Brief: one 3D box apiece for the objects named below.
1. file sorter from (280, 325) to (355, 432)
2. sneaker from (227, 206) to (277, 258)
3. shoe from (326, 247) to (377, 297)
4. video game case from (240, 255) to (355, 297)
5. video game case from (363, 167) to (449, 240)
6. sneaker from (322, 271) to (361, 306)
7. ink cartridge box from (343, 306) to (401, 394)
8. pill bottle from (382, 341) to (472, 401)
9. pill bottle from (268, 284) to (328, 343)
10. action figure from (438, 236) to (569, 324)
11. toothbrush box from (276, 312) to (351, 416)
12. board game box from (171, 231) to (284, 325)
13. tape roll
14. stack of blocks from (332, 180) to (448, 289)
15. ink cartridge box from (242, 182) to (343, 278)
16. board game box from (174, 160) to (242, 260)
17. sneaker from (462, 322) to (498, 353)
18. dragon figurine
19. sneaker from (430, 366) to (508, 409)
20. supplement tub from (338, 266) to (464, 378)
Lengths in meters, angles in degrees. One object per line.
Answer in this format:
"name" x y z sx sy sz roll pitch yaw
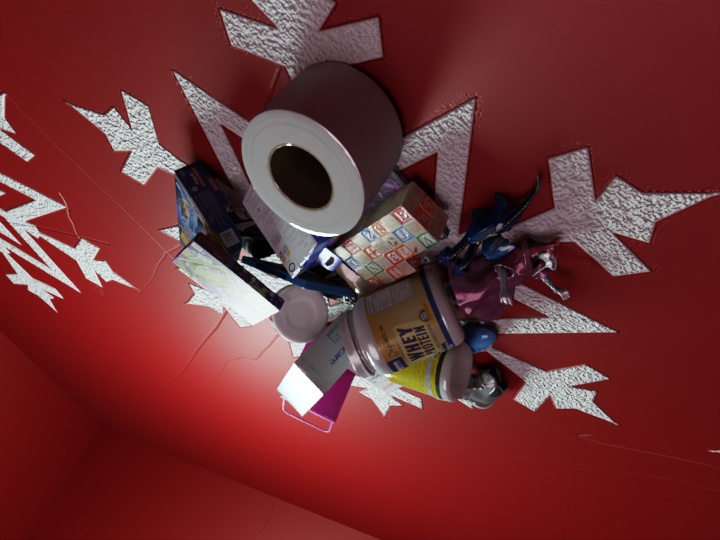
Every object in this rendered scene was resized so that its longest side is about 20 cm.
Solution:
"file sorter" -0.090 0.259 1.353 0.136 0.203 0.126 24 149 3
"sneaker" -0.214 -0.070 1.112 0.195 0.092 0.067 10 142 23
"shoe" 0.000 0.000 1.075 0.197 0.071 0.054 31 154 -1
"video game case" -0.123 0.012 1.108 0.197 0.018 0.141 19 -176 41
"video game case" 0.040 -0.109 0.957 0.141 0.019 0.200 -17 124 45
"sneaker" 0.005 0.055 1.139 0.195 0.076 0.082 12 143 22
"ink cartridge box" 0.029 0.177 1.267 0.198 0.085 0.145 34 145 -9
"pill bottle" 0.109 0.173 1.102 0.196 0.113 0.114 11 144 35
"pill bottle" -0.135 0.087 1.185 0.113 0.116 0.200 34 172 -10
"action figure" 0.243 -0.001 0.917 0.132 0.152 0.200 10 140 -39
"toothbrush box" -0.079 0.194 1.143 0.085 0.146 0.200 43 151 4
"board game box" -0.246 0.020 1.049 0.199 0.033 0.119 42 138 -19
"tape roll" -0.053 -0.172 0.815 0.198 0.140 0.206 19 139 17
"stack of blocks" 0.056 -0.052 0.951 0.115 0.059 0.199 40 143 -17
"ink cartridge box" -0.109 -0.083 0.972 0.202 0.076 0.136 56 146 7
"board game box" -0.301 -0.072 1.121 0.202 0.061 0.200 55 148 11
"sneaker" 0.195 0.164 1.148 0.066 0.079 0.198 43 141 -20
"dragon figurine" 0.197 -0.057 0.845 0.059 0.101 0.199 38 144 -18
"sneaker" 0.232 0.230 1.203 0.196 0.077 0.116 17 141 -24
"supplement tub" 0.072 0.097 1.005 0.196 0.146 0.146 -25 128 10
